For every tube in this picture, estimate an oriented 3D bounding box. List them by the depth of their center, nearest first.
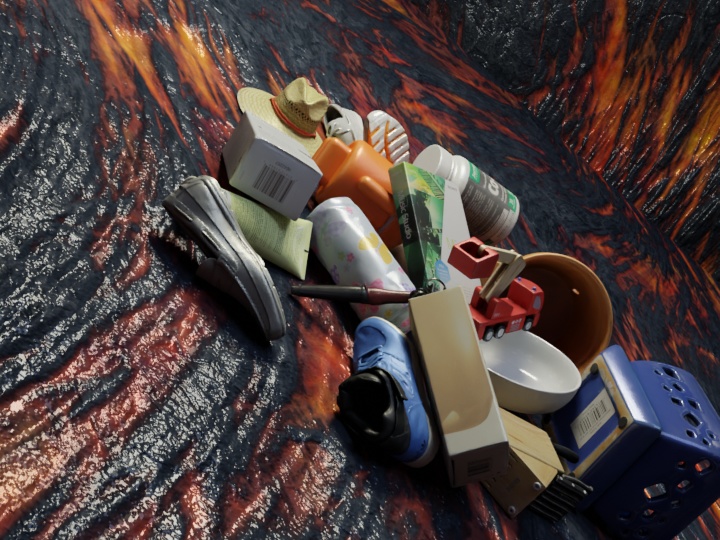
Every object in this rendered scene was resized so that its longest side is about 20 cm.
[{"bbox_3d":[-0.135,-0.054,1.206,0.198,0.059,0.052,23,18,-41],"label":"tube"}]

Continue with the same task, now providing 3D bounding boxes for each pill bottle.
[{"bbox_3d":[0.187,-0.137,1.810,0.198,0.113,0.114,31,25,-28],"label":"pill bottle"}]

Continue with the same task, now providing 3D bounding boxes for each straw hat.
[{"bbox_3d":[-0.096,-0.257,1.575,0.200,0.085,0.202,37,23,-18],"label":"straw hat"}]

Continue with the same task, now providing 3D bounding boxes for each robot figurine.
[{"bbox_3d":[0.013,-0.112,1.470,0.199,0.143,0.118,38,50,-13],"label":"robot figurine"}]

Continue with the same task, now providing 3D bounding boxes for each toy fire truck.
[{"bbox_3d":[0.190,0.023,1.366,0.197,0.144,0.049,-9,33,-42],"label":"toy fire truck"}]

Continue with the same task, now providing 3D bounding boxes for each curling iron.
[{"bbox_3d":[0.013,0.025,1.205,0.195,0.050,0.026,3,60,4],"label":"curling iron"}]

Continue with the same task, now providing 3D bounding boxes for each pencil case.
[{"bbox_3d":[0.000,0.000,1.289,0.082,0.091,0.201,-6,53,-50],"label":"pencil case"}]

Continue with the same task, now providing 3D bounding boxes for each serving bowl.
[{"bbox_3d":[0.206,0.142,1.385,0.196,0.067,0.201,17,20,-6],"label":"serving bowl"}]

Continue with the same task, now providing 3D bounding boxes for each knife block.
[{"bbox_3d":[0.204,0.232,1.266,0.200,0.064,0.175,48,22,11],"label":"knife block"}]

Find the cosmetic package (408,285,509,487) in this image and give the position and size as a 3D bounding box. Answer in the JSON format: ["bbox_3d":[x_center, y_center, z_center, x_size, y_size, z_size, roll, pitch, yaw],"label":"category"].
[{"bbox_3d":[0.112,0.134,1.151,0.106,0.070,0.203,78,-2,-57],"label":"cosmetic package"}]

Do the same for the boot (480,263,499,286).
[{"bbox_3d":[0.221,0.001,1.688,0.201,0.071,0.145,37,14,-48],"label":"boot"}]

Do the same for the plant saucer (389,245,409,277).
[{"bbox_3d":[0.125,0.003,1.574,0.199,0.032,0.201,35,25,-19],"label":"plant saucer"}]

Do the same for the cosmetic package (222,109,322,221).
[{"bbox_3d":[-0.118,-0.140,1.283,0.101,0.075,0.200,29,12,-19],"label":"cosmetic package"}]

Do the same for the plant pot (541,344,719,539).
[{"bbox_3d":[0.375,0.239,1.379,0.178,0.201,0.202,26,28,-23],"label":"plant pot"}]

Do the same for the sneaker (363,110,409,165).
[{"bbox_3d":[0.036,-0.160,1.570,0.077,0.078,0.203,24,-39,45],"label":"sneaker"}]

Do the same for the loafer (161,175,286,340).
[{"bbox_3d":[-0.148,-0.007,1.090,0.202,0.069,0.070,58,-16,9],"label":"loafer"}]

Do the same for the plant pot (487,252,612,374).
[{"bbox_3d":[0.279,0.069,1.537,0.200,0.201,0.140,42,6,-3],"label":"plant pot"}]

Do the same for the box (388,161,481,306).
[{"bbox_3d":[0.109,-0.043,1.409,0.143,0.036,0.204,14,57,-51],"label":"box"}]

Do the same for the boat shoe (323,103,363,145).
[{"bbox_3d":[-0.027,-0.227,1.665,0.068,0.072,0.202,25,29,-22],"label":"boat shoe"}]

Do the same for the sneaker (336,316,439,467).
[{"bbox_3d":[0.017,0.120,1.120,0.111,0.076,0.202,34,29,-46],"label":"sneaker"}]
